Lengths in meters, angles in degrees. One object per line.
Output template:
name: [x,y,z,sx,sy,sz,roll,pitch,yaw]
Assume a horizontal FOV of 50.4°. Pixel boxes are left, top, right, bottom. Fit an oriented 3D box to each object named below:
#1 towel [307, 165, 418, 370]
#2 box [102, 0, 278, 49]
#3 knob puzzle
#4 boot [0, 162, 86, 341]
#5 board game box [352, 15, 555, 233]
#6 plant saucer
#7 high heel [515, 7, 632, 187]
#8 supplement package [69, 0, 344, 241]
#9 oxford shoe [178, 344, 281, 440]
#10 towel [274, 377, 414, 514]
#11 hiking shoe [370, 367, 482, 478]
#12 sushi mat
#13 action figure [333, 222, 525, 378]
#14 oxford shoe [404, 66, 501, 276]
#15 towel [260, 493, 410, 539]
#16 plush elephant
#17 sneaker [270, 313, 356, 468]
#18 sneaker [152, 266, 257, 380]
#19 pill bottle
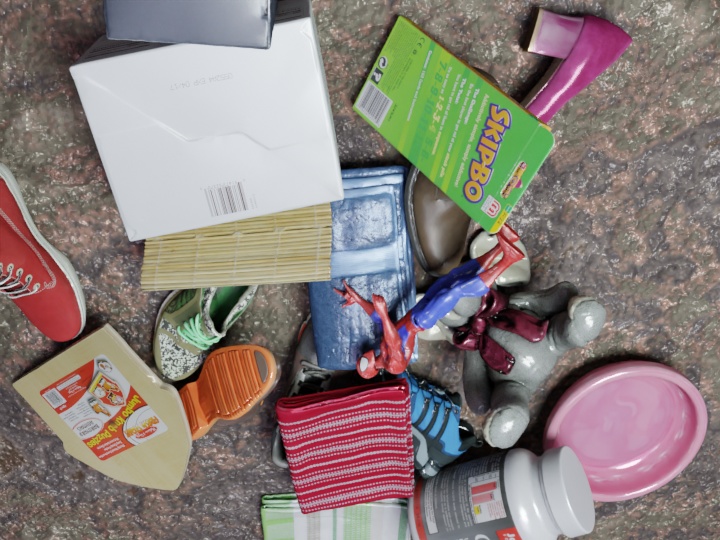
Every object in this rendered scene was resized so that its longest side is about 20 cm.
towel: [0.000,0.000,0.767,0.108,0.049,0.206,-4,102,-1]
box: [-0.113,-0.285,0.547,0.114,0.201,0.201,1,118,-5]
knob puzzle: [-0.263,0.162,0.847,0.214,0.031,0.225,8,122,13]
boot: [-0.335,0.012,0.721,0.071,0.145,0.203,-19,120,4]
board game box: [0.078,-0.128,0.665,0.030,0.200,0.097,2,128,-48]
plant saucer: [0.313,0.188,0.925,0.195,0.051,0.205,-2,118,-3]
high heel: [0.183,-0.139,0.729,0.093,0.067,0.205,14,104,-2]
supplement package: [-0.124,-0.136,0.677,0.194,0.112,0.159,-10,119,2]
oxford shoe: [-0.131,0.125,0.816,0.072,0.073,0.199,-3,159,-41]
towel: [-0.011,0.198,0.834,0.140,0.023,0.203,-9,131,-2]
hiking shoe: [0.070,0.149,0.879,0.085,0.075,0.202,-28,127,2]
sushi mat: [-0.120,-0.032,0.734,0.194,0.098,0.012,-4,164,12]
action figure: [0.046,0.018,0.702,0.098,0.066,0.201,37,112,-11]
oxford shoe: [0.091,-0.085,0.715,0.071,0.084,0.205,-11,116,-33]
towel: [-0.029,0.351,0.996,0.194,0.031,0.153,-2,118,-3]
plush elephant: [0.132,0.050,0.785,0.154,0.200,0.166,38,97,1]
sneaker: [-0.052,0.137,0.840,0.075,0.082,0.204,19,116,3]
sneaker: [-0.159,0.046,0.785,0.076,0.089,0.202,28,113,-19]
pill bottle: [0.162,0.276,0.895,0.197,0.117,0.117,-23,120,28]
